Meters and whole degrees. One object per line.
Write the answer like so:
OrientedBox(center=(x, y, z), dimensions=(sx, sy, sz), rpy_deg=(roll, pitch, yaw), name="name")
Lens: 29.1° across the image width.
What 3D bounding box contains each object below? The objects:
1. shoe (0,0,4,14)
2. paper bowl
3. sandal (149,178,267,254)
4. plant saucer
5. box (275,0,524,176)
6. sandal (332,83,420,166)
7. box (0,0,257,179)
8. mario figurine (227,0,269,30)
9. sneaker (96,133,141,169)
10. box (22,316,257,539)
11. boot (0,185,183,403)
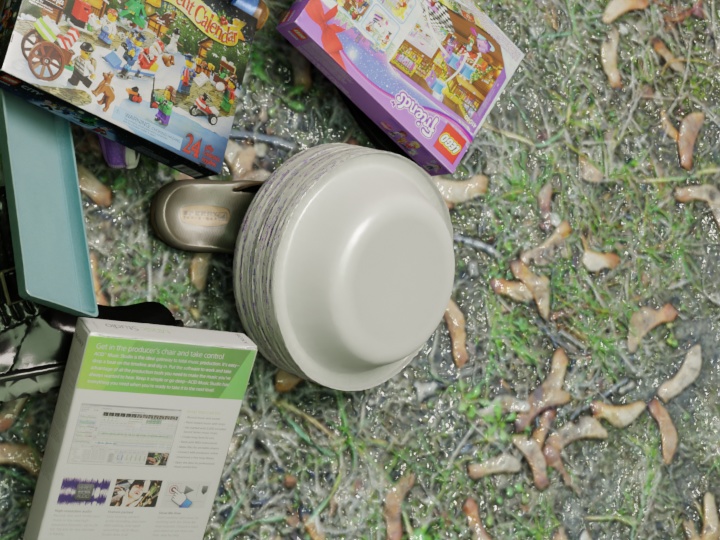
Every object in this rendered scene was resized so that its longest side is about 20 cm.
OrientedBox(center=(-0.311, -0.188, 1.079), dimensions=(0.070, 0.053, 0.200), rpy_deg=(40, 95, -6), name="shoe")
OrientedBox(center=(0.000, 0.000, 1.157), dimensions=(0.199, 0.104, 0.204), rpy_deg=(-12, 108, -40), name="paper bowl")
OrientedBox(center=(-0.080, -0.052, 1.186), dimensions=(0.197, 0.054, 0.083), rpy_deg=(1, 83, -25), name="sandal")
OrientedBox(center=(-0.237, -0.059, 1.028), dimensions=(0.070, 0.019, 0.202), rpy_deg=(24, 44, -50), name="plant saucer")
OrientedBox(center=(0.038, -0.199, 1.206), dimensions=(0.200, 0.039, 0.138), rpy_deg=(41, 70, -24), name="box")
OrientedBox(center=(0.016, -0.171, 1.249), dimensions=(0.201, 0.048, 0.076), rpy_deg=(46, 68, -14), name="sandal")
OrientedBox(center=(-0.180, -0.172, 1.069), dimensions=(0.198, 0.037, 0.139), rpy_deg=(24, 72, -37), name="box")
OrientedBox(center=(-0.178, -0.253, 1.169), dimensions=(0.199, 0.106, 0.124), rpy_deg=(38, 33, -27), name="mario figurine")
OrientedBox(center=(-0.239, -0.167, 1.128), dimensions=(0.083, 0.081, 0.202), rpy_deg=(-28, 87, -9), name="sneaker")
OrientedBox(center=(-0.172, 0.139, 1.076), dimensions=(0.143, 0.036, 0.203), rpy_deg=(8, 109, -33), name="box")
OrientedBox(center=(-0.239, 0.009, 1.074), dimensions=(0.209, 0.079, 0.160), rpy_deg=(-13, 94, -36), name="boot")
